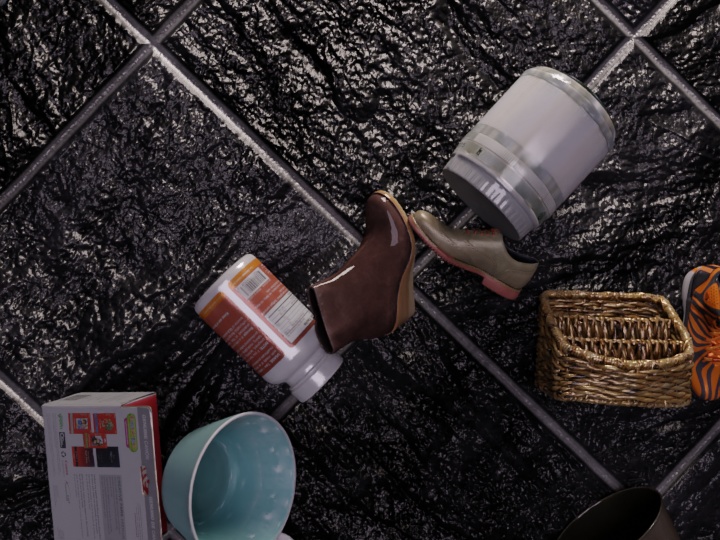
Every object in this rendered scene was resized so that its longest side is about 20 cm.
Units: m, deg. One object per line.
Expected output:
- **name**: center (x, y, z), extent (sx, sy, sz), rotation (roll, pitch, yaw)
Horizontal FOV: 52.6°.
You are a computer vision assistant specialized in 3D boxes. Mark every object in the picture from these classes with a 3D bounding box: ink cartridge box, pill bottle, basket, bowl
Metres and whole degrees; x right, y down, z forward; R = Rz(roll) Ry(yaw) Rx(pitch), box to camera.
- **ink cartridge box**: center (-0.328, 0.272, 0.993), extent (0.175, 0.084, 0.201), rotation (-3, 92, 19)
- **pill bottle**: center (-0.123, 0.083, 1.010), extent (0.112, 0.112, 0.200), rotation (-44, 93, -1)
- **basket**: center (0.355, 0.106, 1.017), extent (0.200, 0.143, 0.149), rotation (4, 92, -3)
- **bowl**: center (-0.190, 0.288, 0.989), extent (0.105, 0.201, 0.201), rotation (-1, 92, 35)
- **basket**: center (0.404, 0.441, 1.037), extent (0.180, 0.136, 0.200), rotation (-37, 96, 3)

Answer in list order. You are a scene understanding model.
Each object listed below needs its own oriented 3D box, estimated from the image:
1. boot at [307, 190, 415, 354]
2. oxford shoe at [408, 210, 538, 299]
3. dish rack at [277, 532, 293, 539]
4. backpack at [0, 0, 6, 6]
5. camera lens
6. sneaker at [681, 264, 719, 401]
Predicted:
- **boot**: center (0.000, 0.000, 0.997), extent (0.166, 0.072, 0.200), rotation (-18, 101, -40)
- **oxford shoe**: center (0.160, -0.039, 1.028), extent (0.200, 0.070, 0.075), rotation (30, 115, -16)
- **dish rack**: center (-0.113, 0.489, 1.056), extent (0.172, 0.044, 0.200), rotation (-44, 93, -2)
- **backpack**: center (-0.528, -0.454, 0.959), extent (0.200, 0.154, 0.191), rotation (27, 97, -11)
- **camera lens**: center (0.231, -0.162, 0.995), extent (0.160, 0.160, 0.200), rotation (43, 89, -3)
- **sneaker**: center (0.507, 0.093, 1.038), extent (0.077, 0.112, 0.201), rotation (-4, 92, -2)
